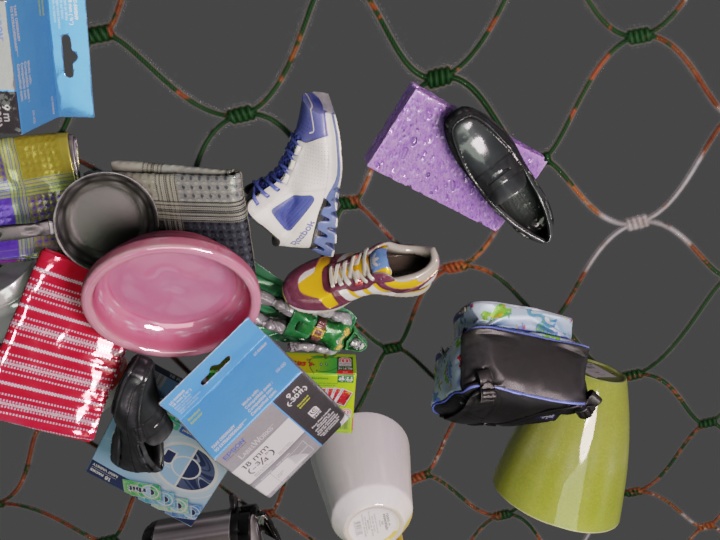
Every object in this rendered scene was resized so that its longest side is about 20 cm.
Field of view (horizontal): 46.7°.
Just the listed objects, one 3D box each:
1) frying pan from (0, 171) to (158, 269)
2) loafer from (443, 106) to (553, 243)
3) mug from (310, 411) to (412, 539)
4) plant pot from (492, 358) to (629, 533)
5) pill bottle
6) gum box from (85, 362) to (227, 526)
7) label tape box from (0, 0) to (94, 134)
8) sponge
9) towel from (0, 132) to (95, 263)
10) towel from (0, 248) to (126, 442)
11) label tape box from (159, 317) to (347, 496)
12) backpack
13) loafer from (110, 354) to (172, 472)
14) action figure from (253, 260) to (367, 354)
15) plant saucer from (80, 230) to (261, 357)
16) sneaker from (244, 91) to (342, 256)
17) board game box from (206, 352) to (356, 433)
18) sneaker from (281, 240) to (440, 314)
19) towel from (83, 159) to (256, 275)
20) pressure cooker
[{"bbox_3d":[-0.320,-0.038,0.939,0.189,0.031,0.116,-28,112,-8],"label":"frying pan"},{"bbox_3d":[0.170,-0.110,0.985,0.068,0.071,0.201,-37,119,12],"label":"loafer"},{"bbox_3d":[0.023,0.315,1.189,0.186,0.153,0.150,31,110,-23],"label":"mug"},{"bbox_3d":[0.302,0.232,1.184,0.186,0.187,0.202,9,104,-13],"label":"plant pot"},{"bbox_3d":[-0.377,0.084,1.025,0.112,0.113,0.201,-24,120,5],"label":"pill bottle"},{"bbox_3d":[-0.260,0.237,1.130,0.169,0.045,0.201,30,121,-7],"label":"gum box"},{"bbox_3d":[-0.392,-0.223,0.879,0.198,0.063,0.145,1,120,-8],"label":"label tape box"},{"bbox_3d":[0.117,-0.136,1.021,0.199,0.030,0.112,24,114,-21],"label":"sponge"},{"bbox_3d":[-0.412,-0.079,0.955,0.198,0.023,0.145,-6,100,-4],"label":"towel"},{"bbox_3d":[-0.338,0.089,0.968,0.144,0.022,0.201,26,78,-38],"label":"towel"},{"bbox_3d":[-0.122,0.171,1.003,0.144,0.063,0.200,-44,138,-6],"label":"label tape box"},{"bbox_3d":[0.189,0.128,1.100,0.182,0.148,0.200,9,158,-11],"label":"backpack"},{"bbox_3d":[-0.263,0.179,1.020,0.070,0.068,0.201,17,132,0],"label":"loafer"},{"bbox_3d":[-0.078,0.068,1.096,0.199,0.055,0.119,19,112,-22],"label":"action figure"},{"bbox_3d":[-0.214,0.023,0.953,0.199,0.051,0.201,-5,140,-4],"label":"plant saucer"},{"bbox_3d":[-0.083,-0.103,0.981,0.114,0.081,0.201,-2,121,-9],"label":"sneaker"},{"bbox_3d":[-0.107,0.165,1.137,0.198,0.048,0.102,2,119,-4],"label":"board game box"},{"bbox_3d":[0.000,0.000,1.036,0.198,0.075,0.090,-11,160,-10],"label":"sneaker"},{"bbox_3d":[-0.223,-0.038,1.003,0.198,0.035,0.194,3,122,11],"label":"towel"},{"bbox_3d":[-0.207,0.440,1.212,0.198,0.179,0.177,-9,117,-2],"label":"pressure cooker"}]
